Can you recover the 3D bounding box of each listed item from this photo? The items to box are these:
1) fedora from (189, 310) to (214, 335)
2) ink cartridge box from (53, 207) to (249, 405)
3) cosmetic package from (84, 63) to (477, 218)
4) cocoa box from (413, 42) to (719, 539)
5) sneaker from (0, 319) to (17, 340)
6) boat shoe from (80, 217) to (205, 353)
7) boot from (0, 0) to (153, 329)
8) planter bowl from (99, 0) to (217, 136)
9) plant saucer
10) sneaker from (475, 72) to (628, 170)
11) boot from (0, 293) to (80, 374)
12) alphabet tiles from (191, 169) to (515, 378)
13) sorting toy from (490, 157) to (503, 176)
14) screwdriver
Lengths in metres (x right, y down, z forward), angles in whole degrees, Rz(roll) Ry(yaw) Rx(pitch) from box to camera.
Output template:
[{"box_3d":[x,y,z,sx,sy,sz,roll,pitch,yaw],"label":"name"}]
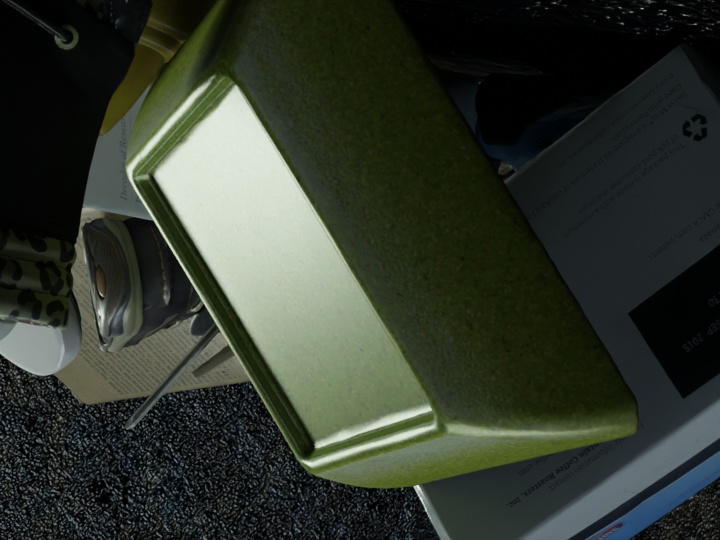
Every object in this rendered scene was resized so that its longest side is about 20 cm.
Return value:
[{"box_3d":[-0.030,-0.044,1.004,0.200,0.090,0.177,-19,163,-34],"label":"fedora"},{"box_3d":[-0.158,-0.001,1.086,0.164,0.075,0.200,-8,141,26],"label":"ink cartridge box"},{"box_3d":[-0.054,-0.064,0.815,0.200,0.074,0.102,10,-161,28],"label":"cosmetic package"},{"box_3d":[0.116,0.024,0.723,0.200,0.134,0.131,-39,157,21],"label":"cocoa box"},{"box_3d":[-0.210,-0.060,0.811,0.200,0.116,0.074,45,-169,-26],"label":"sneaker"},{"box_3d":[-0.109,0.005,0.908,0.073,0.075,0.200,-9,-177,-9],"label":"boat shoe"},{"box_3d":[-0.175,-0.070,0.566,0.203,0.154,0.073,12,176,-14],"label":"boot"},{"box_3d":[-0.153,-0.100,0.706,0.200,0.084,0.200,11,178,0],"label":"planter bowl"},{"box_3d":[-0.014,-0.005,0.601,0.048,0.200,0.200,-32,-179,-24],"label":"plant saucer"},{"box_3d":[0.120,-0.042,0.820,0.078,0.090,0.200,10,177,36],"label":"sneaker"},{"box_3d":[-0.196,-0.047,0.925,0.073,0.200,0.090,-23,-168,41],"label":"boot"},{"box_3d":[0.000,0.000,0.924,0.200,0.006,0.166,-31,-179,8],"label":"alphabet tiles"},{"box_3d":[0.048,-0.020,1.148,0.180,0.200,0.107,16,138,-16],"label":"sorting toy"},{"box_3d":[-0.061,0.019,0.900,0.029,0.200,0.028,37,-164,1],"label":"screwdriver"}]
